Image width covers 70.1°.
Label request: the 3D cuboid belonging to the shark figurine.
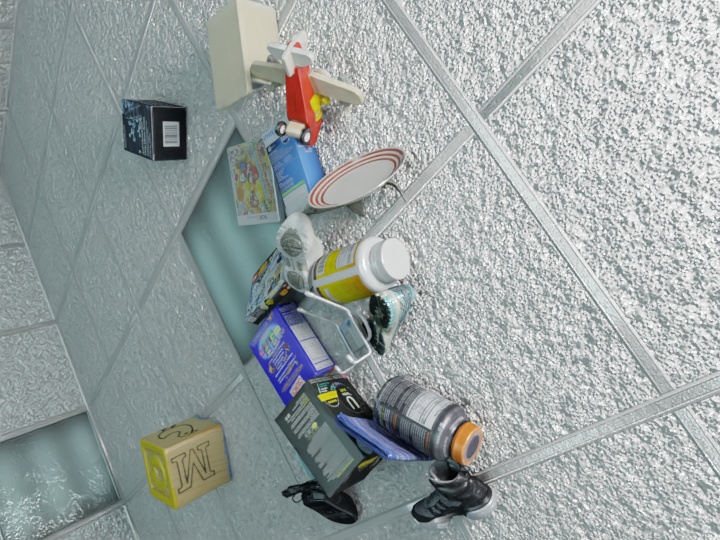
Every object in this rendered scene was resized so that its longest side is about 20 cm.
[{"bbox_3d":[0.005,-0.144,1.012,0.212,0.129,0.090,-9,120,28],"label":"shark figurine"}]

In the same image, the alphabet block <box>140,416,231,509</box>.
[{"bbox_3d":[-0.558,0.606,1.643,0.194,0.198,0.200,-6,96,44],"label":"alphabet block"}]

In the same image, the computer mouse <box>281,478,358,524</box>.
[{"bbox_3d":[-0.075,0.533,1.205,0.137,0.053,0.200,-23,126,30],"label":"computer mouse"}]

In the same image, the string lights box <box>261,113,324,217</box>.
[{"bbox_3d":[-0.140,-0.226,1.126,0.102,0.059,0.203,-21,85,44],"label":"string lights box"}]

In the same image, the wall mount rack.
[{"bbox_3d":[-0.052,0.121,1.065,0.175,0.074,0.200,58,157,10],"label":"wall mount rack"}]

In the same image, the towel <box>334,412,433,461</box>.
[{"bbox_3d":[0.053,0.322,0.991,0.144,0.199,0.024,24,87,38],"label":"towel"}]

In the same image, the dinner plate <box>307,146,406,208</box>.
[{"bbox_3d":[-0.005,-0.164,0.932,0.198,0.200,0.024,1,129,44],"label":"dinner plate"}]

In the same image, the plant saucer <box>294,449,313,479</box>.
[{"bbox_3d":[-0.093,0.429,1.257,0.199,0.038,0.204,14,109,43],"label":"plant saucer"}]

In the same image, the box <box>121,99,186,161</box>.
[{"bbox_3d":[-0.604,-0.413,1.501,0.198,0.106,0.151,23,116,39],"label":"box"}]

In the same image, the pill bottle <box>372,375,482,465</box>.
[{"bbox_3d":[0.126,0.283,0.958,0.198,0.105,0.108,20,114,40],"label":"pill bottle"}]

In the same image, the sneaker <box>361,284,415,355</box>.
[{"bbox_3d":[0.062,0.097,1.001,0.078,0.086,0.201,54,154,21],"label":"sneaker"}]

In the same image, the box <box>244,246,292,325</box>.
[{"bbox_3d":[-0.208,0.024,1.220,0.200,0.039,0.139,-42,35,42],"label":"box"}]

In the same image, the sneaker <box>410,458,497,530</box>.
[{"bbox_3d":[0.152,0.415,0.968,0.199,0.076,0.114,-33,99,38],"label":"sneaker"}]

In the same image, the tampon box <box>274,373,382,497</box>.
[{"bbox_3d":[-0.051,0.342,1.095,0.200,0.149,0.127,47,108,25],"label":"tampon box"}]

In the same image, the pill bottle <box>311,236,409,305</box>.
[{"bbox_3d":[0.000,0.000,1.010,0.199,0.108,0.111,-18,88,45],"label":"pill bottle"}]

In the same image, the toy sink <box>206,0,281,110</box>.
[{"bbox_3d":[-0.251,-0.465,1.139,0.129,0.111,0.204,-7,90,45],"label":"toy sink"}]

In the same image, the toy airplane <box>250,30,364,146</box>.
[{"bbox_3d":[-0.106,-0.365,0.999,0.198,0.141,0.201,-24,110,48],"label":"toy airplane"}]

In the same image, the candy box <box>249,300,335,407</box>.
[{"bbox_3d":[-0.169,0.207,1.250,0.201,0.076,0.170,54,130,22],"label":"candy box"}]

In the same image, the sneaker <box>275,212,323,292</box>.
[{"bbox_3d":[-0.118,-0.053,1.066,0.077,0.100,0.202,22,140,14],"label":"sneaker"}]

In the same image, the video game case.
[{"bbox_3d":[-0.262,-0.216,1.273,0.180,0.023,0.203,1,100,44],"label":"video game case"}]
